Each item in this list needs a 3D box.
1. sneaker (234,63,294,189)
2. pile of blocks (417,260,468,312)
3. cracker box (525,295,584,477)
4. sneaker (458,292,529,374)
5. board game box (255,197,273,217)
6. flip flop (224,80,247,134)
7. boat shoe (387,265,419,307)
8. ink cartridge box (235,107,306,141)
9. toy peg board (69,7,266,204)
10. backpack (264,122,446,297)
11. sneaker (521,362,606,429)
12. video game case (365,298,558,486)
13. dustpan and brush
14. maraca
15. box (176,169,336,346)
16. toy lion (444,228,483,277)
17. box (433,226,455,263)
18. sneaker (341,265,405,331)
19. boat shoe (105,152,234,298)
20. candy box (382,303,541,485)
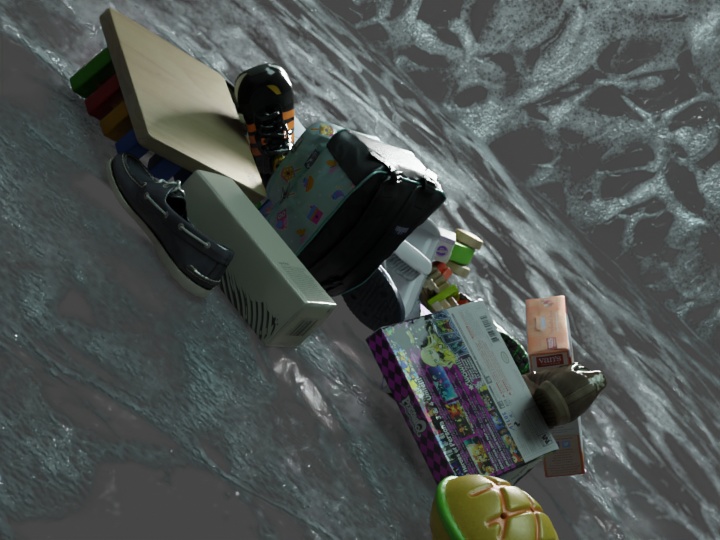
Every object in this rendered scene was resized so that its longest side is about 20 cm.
[{"bbox_3d":[-0.103,-0.163,1.615,0.200,0.070,0.090,92,-23,-60],"label":"sneaker"},{"bbox_3d":[0.105,0.014,1.903,0.200,0.062,0.082,52,-7,42],"label":"pile of blocks"},{"bbox_3d":[0.257,0.153,1.768,0.134,0.058,0.200,-80,161,-59],"label":"cracker box"},{"bbox_3d":[0.193,0.111,1.912,0.085,0.078,0.200,26,24,-54],"label":"sneaker"},{"bbox_3d":[-0.133,-0.129,1.780,0.135,0.034,0.200,47,15,11],"label":"board game box"},{"bbox_3d":[-0.184,-0.221,1.756,0.081,0.058,0.200,12,10,-35],"label":"flip flop"},{"bbox_3d":[0.017,-0.027,1.834,0.200,0.068,0.072,42,15,-13],"label":"boat shoe"},{"bbox_3d":[-0.063,-0.166,1.861,0.200,0.047,0.160,8,37,-52],"label":"ink cartridge box"},{"bbox_3d":[-0.230,-0.164,1.540,0.200,0.098,0.199,26,35,-50],"label":"toy peg board"},{"bbox_3d":[-0.027,-0.069,1.594,0.153,0.200,0.176,45,21,30],"label":"backpack"},{"bbox_3d":[0.239,0.145,1.576,0.071,0.075,0.200,65,-4,-2],"label":"sneaker"},{"bbox_3d":[0.117,0.140,1.503,0.181,0.036,0.200,-14,72,-46],"label":"video game case"},{"bbox_3d":[0.043,-0.034,1.773,0.057,0.140,0.200,-1,-31,47],"label":"dustpan and brush"},{"bbox_3d":[0.146,0.276,1.286,0.200,0.107,0.137,45,23,1],"label":"maraca"},{"bbox_3d":[-0.121,-0.013,1.436,0.200,0.068,0.082,50,15,20],"label":"box"},{"bbox_3d":[0.059,-0.072,2.015,0.200,0.069,0.192,32,8,38],"label":"toy lion"},{"bbox_3d":[0.038,-0.065,1.917,0.200,0.039,0.041,20,19,-4],"label":"box"},{"bbox_3d":[0.000,0.000,1.717,0.200,0.070,0.082,52,18,21],"label":"sneaker"},{"bbox_3d":[-0.194,-0.061,1.383,0.200,0.063,0.073,53,17,29],"label":"boat shoe"},{"bbox_3d":[0.123,0.153,1.629,0.200,0.072,0.168,41,15,-10],"label":"candy box"}]
